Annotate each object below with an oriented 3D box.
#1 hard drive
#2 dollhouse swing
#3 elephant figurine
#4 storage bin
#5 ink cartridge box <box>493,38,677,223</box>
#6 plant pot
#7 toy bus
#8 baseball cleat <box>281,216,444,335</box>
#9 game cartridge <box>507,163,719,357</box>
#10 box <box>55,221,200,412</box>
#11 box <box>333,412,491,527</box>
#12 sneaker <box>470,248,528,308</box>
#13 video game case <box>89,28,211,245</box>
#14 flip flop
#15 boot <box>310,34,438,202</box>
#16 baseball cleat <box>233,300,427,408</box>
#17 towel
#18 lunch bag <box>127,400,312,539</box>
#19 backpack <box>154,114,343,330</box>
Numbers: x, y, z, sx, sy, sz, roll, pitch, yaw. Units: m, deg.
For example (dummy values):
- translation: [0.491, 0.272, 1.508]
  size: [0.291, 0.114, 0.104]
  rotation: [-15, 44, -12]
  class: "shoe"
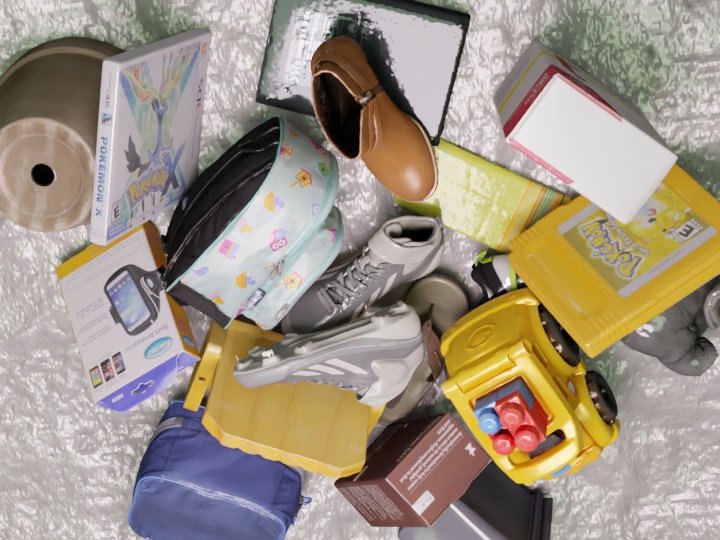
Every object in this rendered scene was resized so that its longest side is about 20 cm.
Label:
- translation: [0.002, -0.219, 1.396]
  size: [0.199, 0.033, 0.140]
  rotation: [14, 111, 0]
  class: "hard drive"
- translation: [-0.089, 0.169, 1.443]
  size: [0.199, 0.176, 0.182]
  rotation: [18, 139, -9]
  class: "dollhouse swing"
- translation: [0.357, -0.001, 1.415]
  size: [0.141, 0.155, 0.200]
  rotation: [34, 114, -4]
  class: "elephant figurine"
- translation: [0.118, 0.290, 1.516]
  size: [0.134, 0.200, 0.146]
  rotation: [43, 109, -2]
  class: "storage bin"
- translation: [0.215, -0.143, 1.331]
  size: [0.145, 0.200, 0.084]
  rotation: [32, 106, -9]
  class: "ink cartridge box"
- translation: [-0.303, -0.123, 1.379]
  size: [0.199, 0.174, 0.201]
  rotation: [1, 111, 1]
  class: "plant pot"
- translation: [0.173, 0.147, 1.373]
  size: [0.135, 0.192, 0.200]
  rotation: [-31, 105, 19]
  class: "toy bus"
- translation: [0.000, 0.000, 1.420]
  size: [0.200, 0.107, 0.070]
  rotation: [-34, 68, -15]
  class: "baseball cleat"
- translation: [0.266, -0.024, 1.365]
  size: [0.200, 0.176, 0.032]
  rotation: [-33, 134, -4]
  class: "game cartridge"
- translation: [-0.249, 0.055, 1.448]
  size: [0.119, 0.041, 0.201]
  rotation: [-30, 63, 14]
  class: "box"
- translation: [0.051, 0.216, 1.438]
  size: [0.100, 0.200, 0.075]
  rotation: [-44, 96, -20]
  class: "box"
- translation: [0.154, 0.067, 1.487]
  size: [0.082, 0.072, 0.201]
  rotation: [0, 112, 10]
  class: "sneaker"
- translation: [-0.208, -0.138, 1.355]
  size: [0.022, 0.200, 0.183]
  rotation: [15, 112, 15]
  class: "video game case"
- translation: [0.061, 0.095, 1.506]
  size: [0.081, 0.058, 0.201]
  rotation: [26, 111, -7]
  class: "flip flop"
- translation: [0.013, -0.135, 1.325]
  size: [0.076, 0.155, 0.201]
  rotation: [-21, 108, 12]
  class: "boot"
- translation: [-0.025, 0.103, 1.377]
  size: [0.199, 0.070, 0.107]
  rotation: [-18, 107, -7]
  class: "baseball cleat"
- translation: [0.142, -0.072, 1.461]
  size: [0.199, 0.018, 0.086]
  rotation: [24, 105, -5]
  class: "towel"
- translation: [-0.151, 0.240, 1.531]
  size: [0.199, 0.133, 0.136]
  rotation: [20, 135, -6]
  class: "lunch bag"
- translation: [-0.101, -0.052, 1.394]
  size: [0.153, 0.176, 0.200]
  rotation: [29, 114, -17]
  class: "backpack"
